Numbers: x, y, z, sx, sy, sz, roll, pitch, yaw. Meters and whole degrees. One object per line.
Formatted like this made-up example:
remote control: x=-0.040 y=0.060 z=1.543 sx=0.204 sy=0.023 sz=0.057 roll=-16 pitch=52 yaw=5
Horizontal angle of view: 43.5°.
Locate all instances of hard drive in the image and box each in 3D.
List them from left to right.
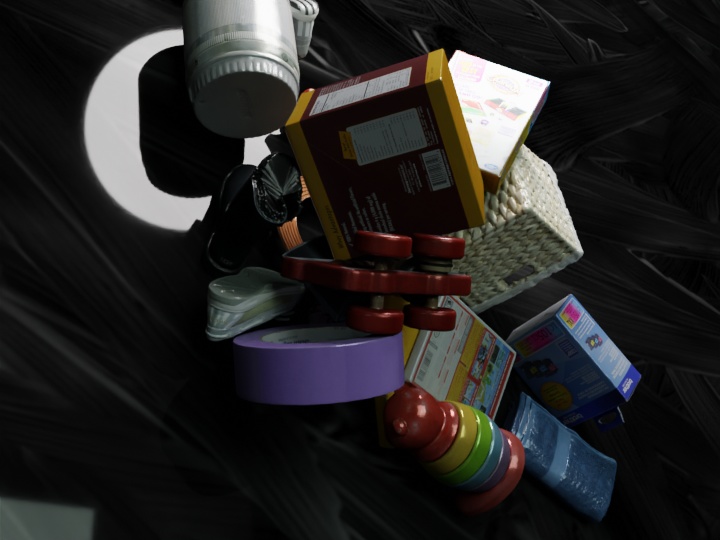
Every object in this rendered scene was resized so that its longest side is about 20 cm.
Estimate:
hard drive: x=0.000 y=0.000 z=1.234 sx=0.135 sy=0.042 sz=0.200 roll=50 pitch=32 yaw=21

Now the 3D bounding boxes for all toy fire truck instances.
toy fire truck: x=0.025 y=0.006 z=1.088 sx=0.200 sy=0.168 sz=0.112 roll=1 pitch=98 yaw=-37

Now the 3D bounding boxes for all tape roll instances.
tape roll: x=-0.049 y=0.106 z=1.064 sx=0.200 sy=0.200 sz=0.066 roll=-8 pitch=97 yaw=-42

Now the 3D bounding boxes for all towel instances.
towel: x=0.295 y=0.280 z=1.341 sx=0.200 sy=0.049 sz=0.112 roll=39 pitch=45 yaw=-12

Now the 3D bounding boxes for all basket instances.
basket: x=0.195 y=-0.082 z=1.362 sx=0.161 sy=0.198 sz=0.200 roll=36 pitch=33 yaw=-41

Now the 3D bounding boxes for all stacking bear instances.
stacking bear: x=0.107 y=0.216 z=1.156 sx=0.200 sy=0.114 sz=0.122 roll=35 pitch=45 yaw=-31

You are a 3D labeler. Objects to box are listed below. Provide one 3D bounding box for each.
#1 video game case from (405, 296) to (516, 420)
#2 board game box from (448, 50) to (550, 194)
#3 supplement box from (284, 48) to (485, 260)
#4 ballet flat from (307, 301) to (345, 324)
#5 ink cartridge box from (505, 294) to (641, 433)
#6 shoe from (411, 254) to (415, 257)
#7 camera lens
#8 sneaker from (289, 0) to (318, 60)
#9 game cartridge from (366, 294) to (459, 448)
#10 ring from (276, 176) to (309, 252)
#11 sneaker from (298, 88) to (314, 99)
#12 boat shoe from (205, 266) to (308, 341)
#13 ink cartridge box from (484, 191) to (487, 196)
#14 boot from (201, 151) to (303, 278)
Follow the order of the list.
video game case: x=0.141 y=0.132 z=1.250 sx=0.200 sy=0.017 sz=0.143 roll=41 pitch=63 yaw=-39
board game box: x=0.165 y=-0.216 z=1.292 sx=0.153 sy=0.040 sz=0.200 roll=23 pitch=60 yaw=15
supplement box: x=0.037 y=-0.144 z=1.151 sx=0.133 sy=0.200 sz=0.198 roll=-77 pitch=150 yaw=-61
ballet flat: x=0.014 y=0.092 z=1.234 sx=0.200 sy=0.069 sz=0.071 roll=12 pitch=72 yaw=-33
ink cartridge box: x=0.332 y=0.155 z=1.392 sx=0.200 sy=0.136 sz=0.076 roll=49 pitch=45 yaw=-1
shoe: x=0.096 y=0.038 z=1.340 sx=0.070 sy=0.053 sz=0.200 roll=-5 pitch=65 yaw=-41
camera lens: x=-0.170 y=-0.311 z=1.283 sx=0.160 sy=0.160 sz=0.200 roll=12 pitch=54 yaw=-33
sneaker: x=-0.139 y=-0.388 z=1.431 sx=0.075 sy=0.116 sz=0.200 roll=-11 pitch=32 yaw=-30
game cartridge: x=0.079 y=0.118 z=1.221 sx=0.176 sy=0.032 sz=0.201 roll=-15 pitch=100 yaw=-45
ring: x=-0.046 y=-0.047 z=1.295 sx=0.200 sy=0.019 sz=0.201 roll=28 pitch=45 yaw=-32
sneaker: x=-0.043 y=-0.257 z=1.416 sx=0.093 sy=0.070 sz=0.200 roll=51 pitch=45 yaw=-8
boat shoe: x=-0.131 y=0.040 z=1.132 sx=0.074 sy=0.065 sz=0.202 roll=21 pitch=14 yaw=17
ink cartridge box: x=0.085 y=-0.166 z=1.322 sx=0.076 sy=0.200 sz=0.148 roll=46 pitch=44 yaw=-44
boot: x=-0.128 y=-0.100 z=1.168 sx=0.076 sy=0.168 sz=0.200 roll=30 pitch=46 yaw=-19
